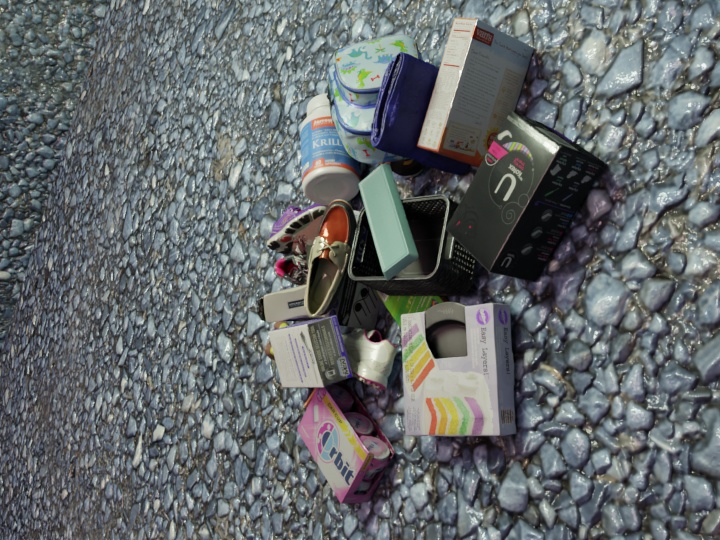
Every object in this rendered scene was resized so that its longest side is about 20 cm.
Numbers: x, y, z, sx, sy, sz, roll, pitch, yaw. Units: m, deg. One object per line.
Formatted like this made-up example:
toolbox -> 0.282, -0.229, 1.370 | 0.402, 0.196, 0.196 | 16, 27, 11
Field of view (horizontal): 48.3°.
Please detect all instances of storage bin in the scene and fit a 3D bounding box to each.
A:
storage bin -> 0.087, -0.037, 1.306 | 0.198, 0.093, 0.137 | -2, 72, 46

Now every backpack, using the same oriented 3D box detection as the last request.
backpack -> 0.034, -0.289, 1.355 | 0.148, 0.180, 0.202 | 77, -179, -54

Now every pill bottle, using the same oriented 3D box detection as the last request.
pill bottle -> -0.061, -0.237, 1.546 | 0.112, 0.111, 0.203 | -36, 48, 41

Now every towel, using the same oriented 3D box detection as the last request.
towel -> 0.109, -0.242, 1.268 | 0.049, 0.198, 0.150 | 28, 102, 53

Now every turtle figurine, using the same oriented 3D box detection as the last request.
turtle figurine -> -0.129, 0.158, 1.586 | 0.160, 0.064, 0.203 | 7, 87, 52

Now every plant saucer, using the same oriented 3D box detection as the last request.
plant saucer -> 0.040, -0.084, 1.294 | 0.070, 0.019, 0.202 | -37, 49, 29

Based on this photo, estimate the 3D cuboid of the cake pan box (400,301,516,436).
cake pan box -> 0.146, 0.150, 1.224 | 0.183, 0.052, 0.203 | -8, 79, 41

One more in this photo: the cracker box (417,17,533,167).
cracker box -> 0.178, -0.268, 1.238 | 0.057, 0.133, 0.203 | 27, 102, 51

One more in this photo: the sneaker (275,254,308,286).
sneaker -> -0.090, 0.004, 1.565 | 0.199, 0.074, 0.082 | -5, 77, 51

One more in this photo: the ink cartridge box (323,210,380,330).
ink cartridge box -> 0.000, 0.000, 1.434 | 0.044, 0.093, 0.203 | 15, 94, 51

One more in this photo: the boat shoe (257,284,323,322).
boat shoe -> -0.092, 0.056, 1.526 | 0.093, 0.197, 0.076 | -39, -56, -85

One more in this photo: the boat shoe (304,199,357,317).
boat shoe -> -0.054, -0.019, 1.360 | 0.070, 0.063, 0.203 | 17, 103, 13

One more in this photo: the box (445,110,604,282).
box -> 0.232, -0.104, 1.152 | 0.122, 0.105, 0.202 | 49, 120, 46

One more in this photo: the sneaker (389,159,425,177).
sneaker -> 0.039, -0.221, 1.440 | 0.200, 0.089, 0.071 | 33, 107, 50

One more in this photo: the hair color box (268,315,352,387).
hair color box -> -0.093, 0.147, 1.425 | 0.199, 0.064, 0.111 | -16, 89, 65

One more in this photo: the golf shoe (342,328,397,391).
golf shoe -> -0.003, 0.141, 1.437 | 0.199, 0.075, 0.092 | 25, 86, 49

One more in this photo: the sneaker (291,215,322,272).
sneaker -> -0.088, -0.036, 1.503 | 0.114, 0.076, 0.201 | -21, 26, 27

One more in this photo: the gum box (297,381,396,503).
gum box -> -0.027, 0.304, 1.418 | 0.200, 0.065, 0.115 | 49, 121, 45

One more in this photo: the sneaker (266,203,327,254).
sneaker -> -0.131, -0.103, 1.644 | 0.199, 0.080, 0.085 | -23, 57, 47

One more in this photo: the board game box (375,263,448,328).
board game box -> 0.095, 0.058, 1.352 | 0.096, 0.030, 0.201 | -58, 39, 23
